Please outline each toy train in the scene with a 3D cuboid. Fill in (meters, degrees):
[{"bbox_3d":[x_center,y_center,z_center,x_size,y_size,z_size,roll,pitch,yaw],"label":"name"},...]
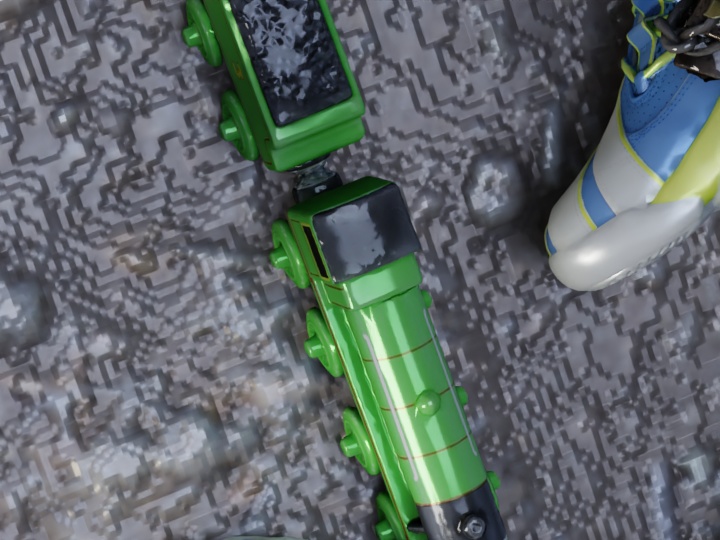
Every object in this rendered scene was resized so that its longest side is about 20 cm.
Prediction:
[{"bbox_3d":[0.000,0.000,0.828,0.042,0.056,0.200,-23,101,-13],"label":"toy train"}]

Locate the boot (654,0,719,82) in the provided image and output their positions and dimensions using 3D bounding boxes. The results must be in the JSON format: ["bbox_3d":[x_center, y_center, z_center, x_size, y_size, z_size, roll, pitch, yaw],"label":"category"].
[{"bbox_3d":[0.129,-0.133,0.774,0.200,0.069,0.174,28,94,-12],"label":"boot"}]

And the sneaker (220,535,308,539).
[{"bbox_3d":[0.014,0.131,0.806,0.200,0.088,0.081,18,90,6],"label":"sneaker"}]

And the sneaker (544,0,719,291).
[{"bbox_3d":[0.106,-0.089,0.852,0.105,0.076,0.200,45,80,2],"label":"sneaker"}]
